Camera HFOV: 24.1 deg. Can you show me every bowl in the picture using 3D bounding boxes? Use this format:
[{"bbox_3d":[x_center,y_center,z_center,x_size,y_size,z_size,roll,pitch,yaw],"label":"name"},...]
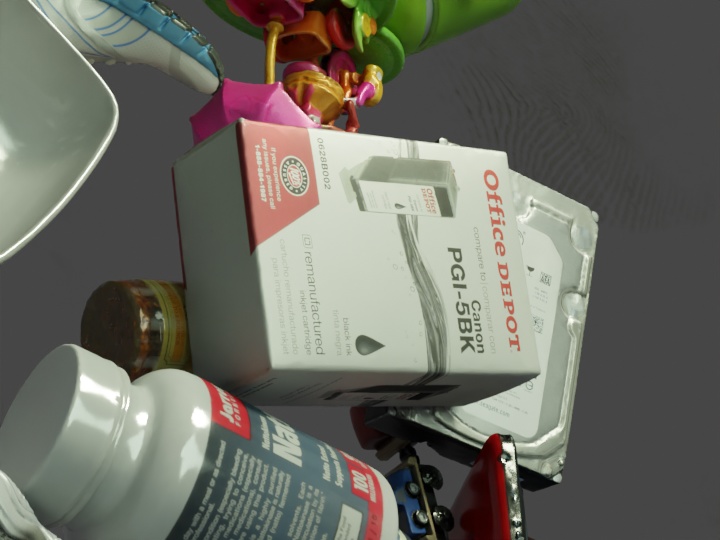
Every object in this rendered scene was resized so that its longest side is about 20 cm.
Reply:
[{"bbox_3d":[-0.250,-0.091,0.929,0.200,0.074,0.201,45,38,-11],"label":"bowl"}]

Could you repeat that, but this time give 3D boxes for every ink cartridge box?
[{"bbox_3d":[0.000,0.000,0.985,0.198,0.083,0.149,3,72,-37],"label":"ink cartridge box"}]

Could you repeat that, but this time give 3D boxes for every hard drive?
[{"bbox_3d":[0.085,0.028,1.113,0.139,0.038,0.202,24,62,-23],"label":"hard drive"}]

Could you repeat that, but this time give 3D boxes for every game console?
[{"bbox_3d":[0.119,0.228,1.039,0.117,0.173,0.202,5,53,-12],"label":"game console"}]

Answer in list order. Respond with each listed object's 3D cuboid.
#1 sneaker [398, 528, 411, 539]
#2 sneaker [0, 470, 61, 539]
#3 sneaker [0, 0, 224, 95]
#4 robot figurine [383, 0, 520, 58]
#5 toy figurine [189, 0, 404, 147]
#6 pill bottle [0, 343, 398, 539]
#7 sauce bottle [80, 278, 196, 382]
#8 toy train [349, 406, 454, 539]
[{"bbox_3d":[0.009,0.244,0.955,0.085,0.077,0.202,38,47,-34],"label":"sneaker"},{"bbox_3d":[-0.191,0.163,0.790,0.200,0.075,0.114,47,35,-13],"label":"sneaker"},{"bbox_3d":[-0.180,-0.151,1.045,0.199,0.087,0.075,29,4,-15],"label":"sneaker"},{"bbox_3d":[0.048,-0.229,1.270,0.199,0.175,0.117,-27,97,-30],"label":"robot figurine"},{"bbox_3d":[-0.049,-0.111,1.145,0.200,0.149,0.186,47,45,-49],"label":"toy figurine"},{"bbox_3d":[-0.089,0.122,0.894,0.199,0.119,0.121,30,43,-27],"label":"pill bottle"},{"bbox_3d":[-0.073,0.040,1.020,0.199,0.066,0.067,3,59,-45],"label":"sauce bottle"},{"bbox_3d":[0.016,0.095,1.096,0.045,0.034,0.202,6,57,-39],"label":"toy train"}]
